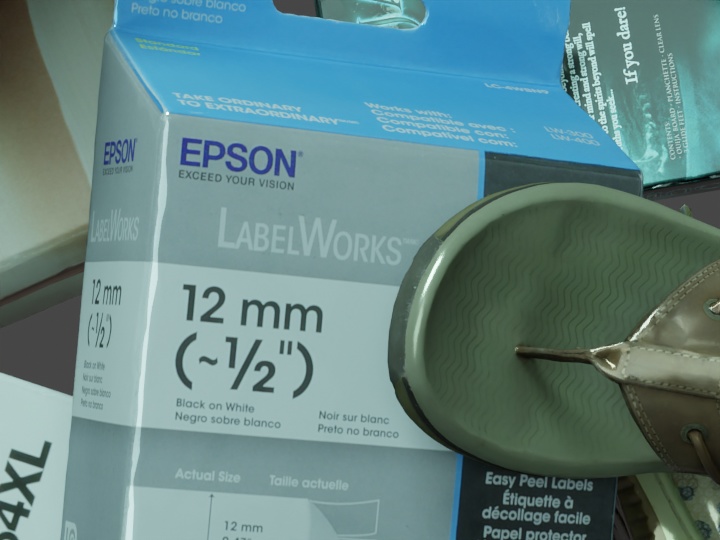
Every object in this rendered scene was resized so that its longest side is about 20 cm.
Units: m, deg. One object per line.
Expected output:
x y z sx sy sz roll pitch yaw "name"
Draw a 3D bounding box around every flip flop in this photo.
0.102 0.029 0.705 0.199 0.058 0.081 18 83 -18 "flip flop"

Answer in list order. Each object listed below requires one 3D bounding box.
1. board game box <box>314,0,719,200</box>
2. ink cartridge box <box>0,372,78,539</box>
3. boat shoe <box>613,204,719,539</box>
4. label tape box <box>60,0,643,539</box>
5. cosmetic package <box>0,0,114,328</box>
0.047 -0.116 0.863 0.135 0.028 0.201 -9 81 4 "board game box"
-0.087 0.114 0.775 0.199 0.084 0.147 20 84 -20 "ink cartridge box"
0.101 0.053 0.815 0.062 0.073 0.201 -21 92 -8 "boat shoe"
0.000 0.000 0.729 0.143 0.066 0.201 6 90 -21 "label tape box"
-0.124 -0.038 0.838 0.199 0.087 0.104 -25 81 2 "cosmetic package"
